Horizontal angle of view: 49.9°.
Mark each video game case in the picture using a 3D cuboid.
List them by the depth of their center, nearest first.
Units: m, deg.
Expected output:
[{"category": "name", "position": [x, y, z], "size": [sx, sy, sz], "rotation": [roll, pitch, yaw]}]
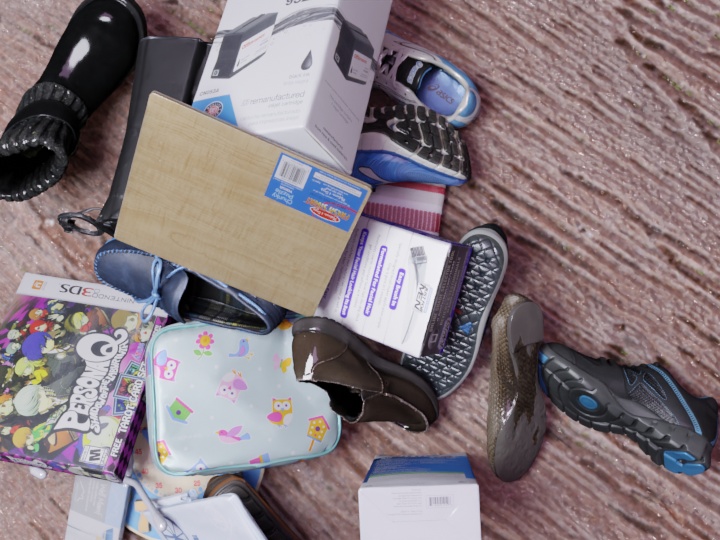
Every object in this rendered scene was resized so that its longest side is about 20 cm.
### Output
[{"category": "video game case", "position": [-0.303, 0.106, 0.812], "size": [0.178, 0.036, 0.203], "rotation": [8, 60, 8]}]

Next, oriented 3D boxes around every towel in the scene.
[{"category": "towel", "position": [0.016, -0.051, 0.849], "size": [0.141, 0.023, 0.204], "rotation": [9, 86, 5]}]

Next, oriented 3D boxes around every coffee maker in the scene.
[{"category": "coffee maker", "position": [-0.200, -0.132, 0.806], "size": [0.189, 0.135, 0.204], "rotation": [10, 76, -13]}]

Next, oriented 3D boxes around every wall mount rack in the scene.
[{"category": "wall mount rack", "position": [-0.266, 0.276, 0.794], "size": [0.171, 0.074, 0.204], "rotation": [15, 99, 16]}]

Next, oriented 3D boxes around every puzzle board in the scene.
[{"category": "puzzle board", "position": [-0.106, -0.053, 0.682], "size": [0.197, 0.018, 0.152], "rotation": [22, 123, -8]}]

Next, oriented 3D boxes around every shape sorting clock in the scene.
[{"category": "shape sorting clock", "position": [-0.199, 0.194, 0.836], "size": [0.196, 0.039, 0.204], "rotation": [0, 85, 5]}]

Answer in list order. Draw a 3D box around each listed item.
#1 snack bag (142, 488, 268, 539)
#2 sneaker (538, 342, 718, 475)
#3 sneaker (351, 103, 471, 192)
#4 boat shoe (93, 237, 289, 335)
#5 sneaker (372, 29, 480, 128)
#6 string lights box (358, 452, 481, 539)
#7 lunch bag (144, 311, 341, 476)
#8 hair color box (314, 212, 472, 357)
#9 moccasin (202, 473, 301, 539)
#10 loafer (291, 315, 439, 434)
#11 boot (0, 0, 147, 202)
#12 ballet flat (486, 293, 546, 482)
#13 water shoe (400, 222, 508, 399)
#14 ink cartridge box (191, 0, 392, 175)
[{"category": "snack bag", "position": [-0.117, 0.289, 0.745], "size": [0.021, 0.199, 0.190], "rotation": [-38, 97, -42]}, {"category": "sneaker", "position": [0.271, 0.127, 0.798], "size": [0.198, 0.074, 0.082], "rotation": [32, 61, 10]}, {"category": "sneaker", "position": [0.021, -0.123, 0.810], "size": [0.197, 0.090, 0.080], "rotation": [13, 52, -10]}, {"category": "boat shoe", "position": [-0.166, 0.012, 0.744], "size": [0.196, 0.069, 0.085], "rotation": [8, 125, 6]}, {"category": "sneaker", "position": [0.042, -0.219, 0.837], "size": [0.198, 0.072, 0.073], "rotation": [29, 89, 8]}, {"category": "string lights box", "position": [0.057, 0.214, 0.731], "size": [0.101, 0.200, 0.060], "rotation": [-3, 84, 5]}, {"category": "lunch bag", "position": [-0.118, 0.120, 0.790], "size": [0.197, 0.077, 0.163], "rotation": [-4, 76, -20]}, {"category": "hair color box", "position": [0.000, 0.000, 0.771], "size": [0.198, 0.065, 0.111], "rotation": [20, 98, 29]}, {"category": "moccasin", "position": [-0.095, 0.298, 0.802], "size": [0.074, 0.078, 0.202], "rotation": [-43, 99, -16]}, {"category": "loafer", "position": [0.000, 0.121, 0.766], "size": [0.199, 0.072, 0.072], "rotation": [36, 57, -31]}, {"category": "boot", "position": [-0.301, -0.176, 0.792], "size": [0.079, 0.159, 0.211], "rotation": [33, 119, -20]}, {"category": "ballet flat", "position": [0.153, 0.120, 0.792], "size": [0.066, 0.046, 0.204], "rotation": [-12, 110, -27]}, {"category": "water shoe", "position": [0.106, 0.047, 0.810], "size": [0.071, 0.079, 0.202], "rotation": [29, 113, 10]}, {"category": "ink cartridge box", "position": [-0.066, -0.188, 0.720], "size": [0.143, 0.084, 0.203], "rotation": [-1, 65, 32]}]
